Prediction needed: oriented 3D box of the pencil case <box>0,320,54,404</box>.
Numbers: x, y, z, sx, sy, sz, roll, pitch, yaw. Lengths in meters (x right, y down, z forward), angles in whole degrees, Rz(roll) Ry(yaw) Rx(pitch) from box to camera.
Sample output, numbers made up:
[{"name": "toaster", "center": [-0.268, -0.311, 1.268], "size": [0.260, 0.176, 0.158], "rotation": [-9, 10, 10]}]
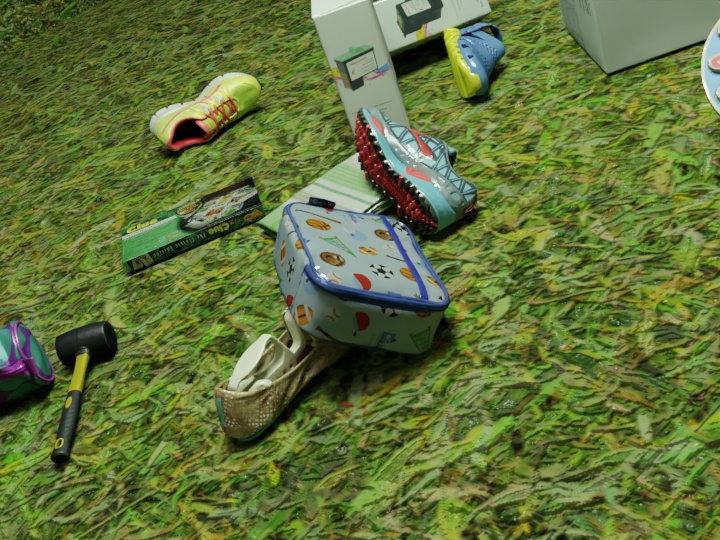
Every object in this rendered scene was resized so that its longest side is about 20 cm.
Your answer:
[{"name": "pencil case", "center": [-0.450, 0.133, 1.016], "size": [0.199, 0.085, 0.092], "rotation": [-26, 15, -7]}]

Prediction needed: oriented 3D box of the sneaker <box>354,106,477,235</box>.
[{"name": "sneaker", "center": [0.065, -0.124, 1.078], "size": [0.095, 0.080, 0.200], "rotation": [-21, 58, -23]}]

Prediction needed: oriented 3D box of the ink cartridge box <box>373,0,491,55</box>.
[{"name": "ink cartridge box", "center": [0.096, -0.410, 1.473], "size": [0.199, 0.083, 0.146], "rotation": [-22, 9, 2]}]

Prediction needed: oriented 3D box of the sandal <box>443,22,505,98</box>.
[{"name": "sandal", "center": [0.171, -0.317, 1.334], "size": [0.087, 0.080, 0.200], "rotation": [-12, 34, 8]}]

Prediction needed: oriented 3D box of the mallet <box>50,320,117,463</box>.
[{"name": "mallet", "center": [-0.318, 0.131, 0.987], "size": [0.065, 0.041, 0.201], "rotation": [-13, 36, 12]}]

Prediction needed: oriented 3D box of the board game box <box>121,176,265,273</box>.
[{"name": "board game box", "center": [-0.230, -0.064, 1.243], "size": [0.199, 0.024, 0.105], "rotation": [-23, 33, -2]}]

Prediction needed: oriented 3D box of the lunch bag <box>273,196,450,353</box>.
[{"name": "lunch bag", "center": [0.000, 0.000, 0.905], "size": [0.159, 0.076, 0.200], "rotation": [9, 28, -18]}]

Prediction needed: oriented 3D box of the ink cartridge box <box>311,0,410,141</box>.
[{"name": "ink cartridge box", "center": [-0.001, -0.301, 1.292], "size": [0.083, 0.201, 0.145], "rotation": [-17, 31, 6]}]

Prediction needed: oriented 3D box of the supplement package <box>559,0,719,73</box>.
[{"name": "supplement package", "center": [0.385, -0.398, 1.251], "size": [0.190, 0.148, 0.200], "rotation": [-18, 31, 6]}]

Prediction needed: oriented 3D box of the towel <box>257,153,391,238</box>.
[{"name": "towel", "center": [-0.017, -0.090, 1.152], "size": [0.200, 0.031, 0.149], "rotation": [-37, 32, -19]}]

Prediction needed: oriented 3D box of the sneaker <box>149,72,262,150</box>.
[{"name": "sneaker", "center": [-0.247, -0.253, 1.506], "size": [0.199, 0.078, 0.090], "rotation": [-30, 40, -3]}]

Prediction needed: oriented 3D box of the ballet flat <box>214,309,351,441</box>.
[{"name": "ballet flat", "center": [-0.066, 0.078, 0.880], "size": [0.070, 0.066, 0.200], "rotation": [6, 40, 40]}]

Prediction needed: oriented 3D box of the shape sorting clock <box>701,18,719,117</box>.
[{"name": "shape sorting clock", "center": [0.463, -0.222, 0.956], "size": [0.199, 0.039, 0.201], "rotation": [-6, 69, 16]}]
